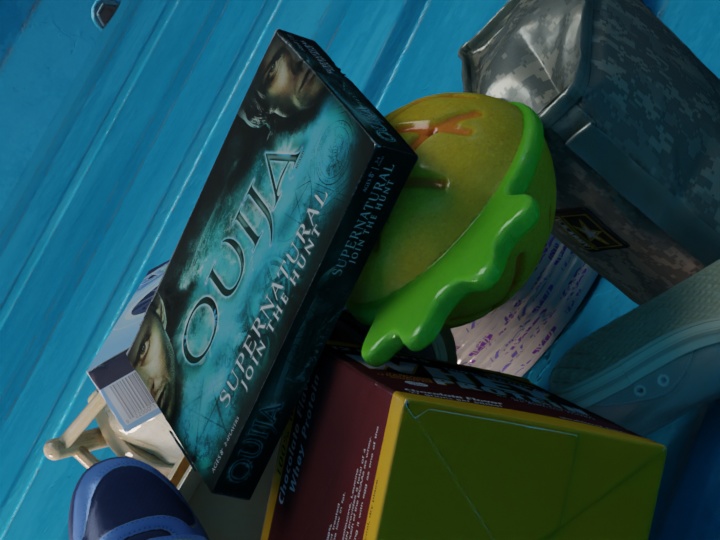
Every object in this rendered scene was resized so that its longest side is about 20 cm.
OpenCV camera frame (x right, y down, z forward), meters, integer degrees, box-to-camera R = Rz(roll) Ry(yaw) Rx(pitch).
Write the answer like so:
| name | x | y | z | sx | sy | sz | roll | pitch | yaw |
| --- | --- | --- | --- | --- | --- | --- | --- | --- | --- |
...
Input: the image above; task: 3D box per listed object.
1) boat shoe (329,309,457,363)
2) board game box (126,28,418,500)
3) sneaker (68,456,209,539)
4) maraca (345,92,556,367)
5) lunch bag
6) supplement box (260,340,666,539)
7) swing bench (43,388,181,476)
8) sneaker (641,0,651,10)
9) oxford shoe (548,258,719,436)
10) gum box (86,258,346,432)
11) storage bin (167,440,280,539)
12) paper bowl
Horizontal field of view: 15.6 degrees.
| name | x | y | z | sx | sy | sz | roll | pitch | yaw |
| --- | --- | --- | --- | --- | --- | --- | --- | --- | --- |
| boat shoe | -0.034 | 0.049 | 1.562 | 0.200 | 0.066 | 0.072 | 1 | 92 | 43 |
| board game box | -0.049 | -0.005 | 1.332 | 0.201 | 0.028 | 0.135 | -64 | 35 | 18 |
| sneaker | -0.095 | 0.175 | 1.322 | 0.082 | 0.073 | 0.201 | 104 | 150 | -57 |
| maraca | 0.042 | -0.021 | 1.317 | 0.137 | 0.107 | 0.200 | -46 | 17 | 17 |
| lunch bag | 0.146 | -0.067 | 1.464 | 0.118 | 0.164 | 0.200 | -44 | 18 | 16 |
| supplement box | 0.036 | 0.152 | 1.293 | 0.200 | 0.132 | 0.199 | -157 | 78 | -73 |
| swing bench | -0.085 | 0.070 | 1.836 | 0.199 | 0.130 | 0.200 | -48 | -1 | 26 |
| sneaker | 0.154 | -0.195 | 1.840 | 0.070 | 0.082 | 0.200 | -47 | 18 | 24 |
| oxford shoe | 0.190 | 0.034 | 1.347 | 0.199 | 0.058 | 0.075 | -30 | 20 | 27 |
| gum box | -0.059 | 0.005 | 1.510 | 0.169 | 0.045 | 0.200 | -30 | 12 | 12 |
| storage bin | -0.110 | 0.167 | 1.490 | 0.201 | 0.093 | 0.198 | -60 | 17 | -15 |
| paper bowl | 0.071 | -0.016 | 1.692 | 0.201 | 0.104 | 0.201 | -48 | 17 | 20 |
